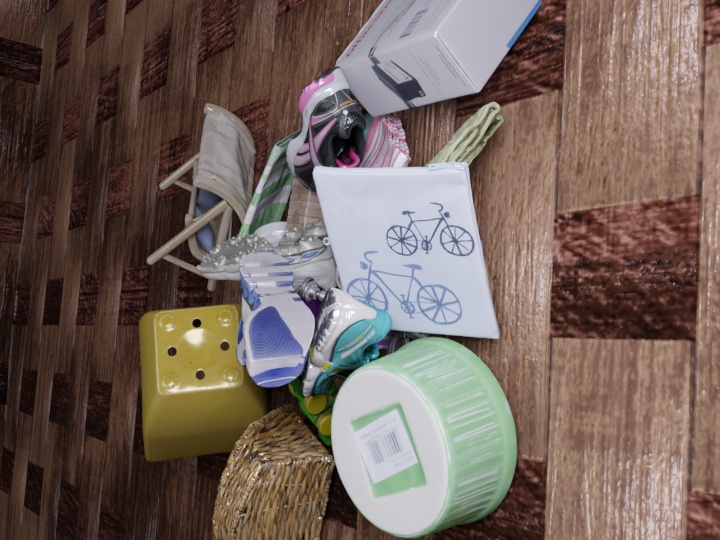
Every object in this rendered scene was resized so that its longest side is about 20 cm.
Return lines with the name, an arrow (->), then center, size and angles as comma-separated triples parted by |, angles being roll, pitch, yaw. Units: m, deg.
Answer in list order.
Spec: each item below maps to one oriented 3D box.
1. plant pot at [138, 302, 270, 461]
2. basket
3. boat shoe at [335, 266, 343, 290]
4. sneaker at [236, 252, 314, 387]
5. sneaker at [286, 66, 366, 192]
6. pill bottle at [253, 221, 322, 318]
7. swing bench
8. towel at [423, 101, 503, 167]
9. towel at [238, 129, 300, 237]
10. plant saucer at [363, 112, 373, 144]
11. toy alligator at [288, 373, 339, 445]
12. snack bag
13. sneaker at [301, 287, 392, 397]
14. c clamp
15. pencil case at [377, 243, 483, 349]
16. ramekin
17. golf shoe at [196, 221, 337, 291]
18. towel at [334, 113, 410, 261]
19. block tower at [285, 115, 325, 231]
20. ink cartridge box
plant pot -> -0.227, 0.143, 1.276 | 0.201, 0.191, 0.198 | 102, 161, -65
basket -> -0.137, 0.303, 1.204 | 0.149, 0.140, 0.204 | 38, 122, 53
boat shoe -> 0.000, 0.000, 1.127 | 0.071, 0.068, 0.203 | 57, 136, 42
sneaker -> -0.100, 0.079, 1.022 | 0.201, 0.079, 0.117 | -108, 20, -55
sneaker -> -0.036, -0.143, 1.070 | 0.087, 0.079, 0.201 | 56, 163, 19
pill bottle -> -0.104, 0.041, 1.249 | 0.112, 0.111, 0.204 | -35, 55, 47
swing bench -> -0.239, -0.118, 1.435 | 0.201, 0.128, 0.201 | -49, 28, 35
towel -> 0.075, -0.094, 0.982 | 0.149, 0.036, 0.200 | -49, 1, -34
towel -> -0.129, -0.110, 1.318 | 0.203, 0.023, 0.153 | -64, -6, 25
plant saucer -> -0.008, -0.116, 1.204 | 0.198, 0.035, 0.205 | -16, 70, 54
toy alligator -> -0.062, 0.146, 1.152 | 0.059, 0.054, 0.202 | 35, 156, 53
snack bag -> 0.044, -0.021, 0.922 | 0.185, 0.021, 0.204 | 3, 122, 33
sneaker -> -0.020, 0.092, 0.989 | 0.201, 0.078, 0.079 | 119, 162, -60
c clamp -> -0.006, 0.064, 1.042 | 0.196, 0.027, 0.174 | 15, 125, 25
pencil case -> 0.059, 0.012, 1.033 | 0.201, 0.084, 0.085 | -51, 46, 40
ramekin -> 0.058, 0.179, 0.941 | 0.198, 0.096, 0.205 | 10, 104, 45
golf shoe -> -0.121, 0.004, 1.164 | 0.196, 0.099, 0.079 | -5, 33, 27
towel -> 0.005, -0.105, 1.057 | 0.148, 0.029, 0.201 | -59, 14, 20
block tower -> -0.055, -0.131, 1.197 | 0.054, 0.057, 0.205 | 8, 91, 57
ink cartridge box -> 0.081, -0.262, 1.000 | 0.198, 0.084, 0.146 | 1, 51, 57
